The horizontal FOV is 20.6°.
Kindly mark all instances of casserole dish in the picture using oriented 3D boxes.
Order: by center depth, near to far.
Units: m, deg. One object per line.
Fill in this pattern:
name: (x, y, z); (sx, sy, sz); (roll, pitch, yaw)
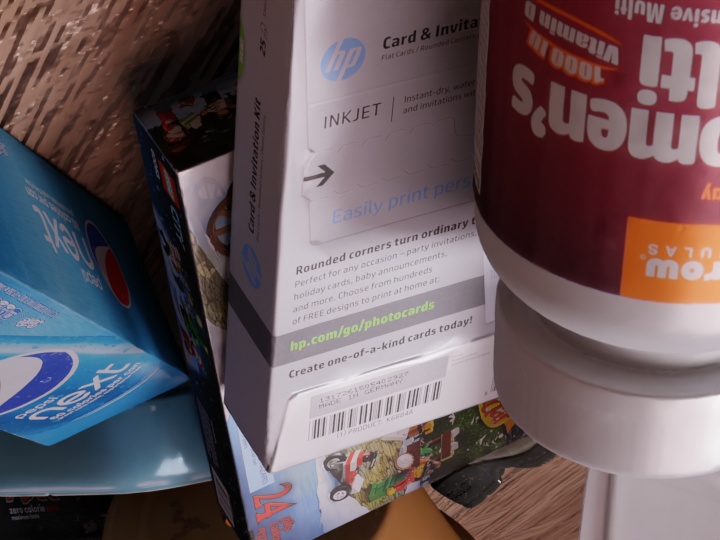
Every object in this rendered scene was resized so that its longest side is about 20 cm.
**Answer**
casserole dish: (-0.094, 0.069, 0.828); (0.120, 0.039, 0.199); (-7, 179, -39)

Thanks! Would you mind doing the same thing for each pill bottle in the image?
pill bottle: (0.086, -0.049, 0.539); (0.109, 0.110, 0.201); (-16, 127, -24)

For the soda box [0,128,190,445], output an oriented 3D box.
soda box: (-0.121, 0.004, 0.648); (0.064, 0.068, 0.200); (-26, 164, 6)

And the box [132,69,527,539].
box: (0.003, 0.004, 0.706); (0.136, 0.038, 0.201); (-23, 137, -16)

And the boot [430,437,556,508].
boot: (0.028, 0.042, 0.904); (0.130, 0.068, 0.200); (25, 147, -10)

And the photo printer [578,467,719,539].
photo printer: (0.142, 0.048, 0.737); (0.167, 0.069, 0.201); (86, 27, -47)

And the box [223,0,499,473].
box: (0.035, -0.039, 0.630); (0.155, 0.041, 0.201); (-17, 136, -24)

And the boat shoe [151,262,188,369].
boat shoe: (0.000, 0.000, 0.815); (0.199, 0.074, 0.060); (-26, 162, -25)

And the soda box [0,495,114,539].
soda box: (-0.179, 0.112, 0.905); (0.063, 0.071, 0.200); (-27, 165, 20)

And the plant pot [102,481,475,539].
plant pot: (-0.033, 0.154, 0.912); (0.199, 0.201, 0.141); (-22, 130, -5)
